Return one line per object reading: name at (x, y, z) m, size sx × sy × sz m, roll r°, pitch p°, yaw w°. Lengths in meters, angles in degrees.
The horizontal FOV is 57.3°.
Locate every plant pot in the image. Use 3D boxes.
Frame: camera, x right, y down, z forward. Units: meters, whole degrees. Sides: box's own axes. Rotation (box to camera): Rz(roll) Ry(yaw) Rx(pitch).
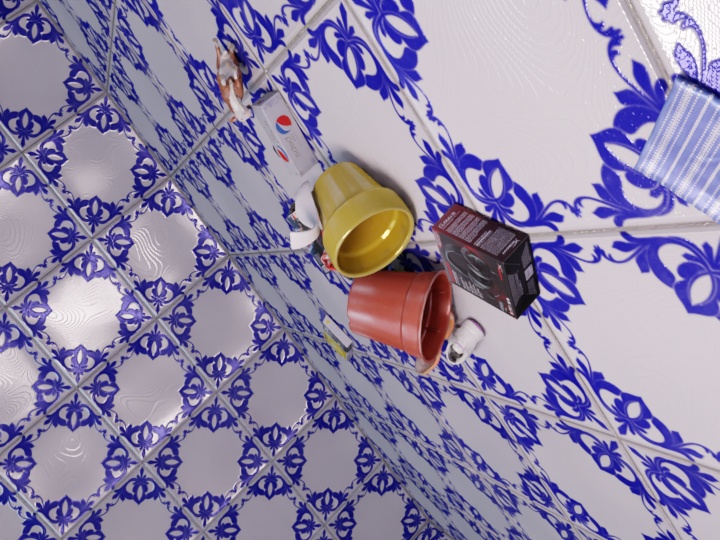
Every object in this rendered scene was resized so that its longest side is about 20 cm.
plant pot at (-0.011, -0.123, 1.427) m, size 0.191 × 0.197 × 0.203 m, roll 56°, pitch 169°, yaw 32°
plant pot at (0.083, 0.085, 1.471) m, size 0.190 × 0.204 × 0.203 m, roll 10°, pitch 145°, yaw 25°

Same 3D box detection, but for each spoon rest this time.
spoon rest at (-0.114, -0.117, 1.416) m, size 0.203 × 0.058 × 0.102 m, roll -88°, pitch -3°, yaw -54°

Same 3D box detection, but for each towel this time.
towel at (0.397, -0.102, 0.706) m, size 0.199 × 0.024 × 0.146 m, roll 43°, pitch 160°, yaw 23°

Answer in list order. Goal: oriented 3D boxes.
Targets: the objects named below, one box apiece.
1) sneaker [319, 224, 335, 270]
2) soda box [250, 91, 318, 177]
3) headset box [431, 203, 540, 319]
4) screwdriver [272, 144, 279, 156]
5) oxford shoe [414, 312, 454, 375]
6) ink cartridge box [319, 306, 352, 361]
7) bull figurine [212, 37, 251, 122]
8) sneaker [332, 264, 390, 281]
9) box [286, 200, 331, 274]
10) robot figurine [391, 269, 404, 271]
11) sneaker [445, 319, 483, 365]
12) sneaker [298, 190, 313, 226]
sneaker at (-0.083, -0.074, 1.816) m, size 0.200 × 0.107 × 0.068 m, roll 38°, pitch 160°, yaw 34°
soda box at (-0.186, -0.333, 1.617) m, size 0.068 × 0.063 × 0.203 m, roll 22°, pitch 147°, yaw 56°
headset box at (0.223, -0.022, 1.214) m, size 0.198 × 0.077 × 0.151 m, roll 31°, pitch 155°, yaw 43°
screwdriver at (-0.227, -0.343, 1.700) m, size 0.029 × 0.028 × 0.200 m, roll 48°, pitch 176°, yaw 16°
oxford shoe at (0.161, 0.176, 1.608) m, size 0.072 × 0.071 × 0.204 m, roll 59°, pitch 141°, yaw 46°
ink cartridge box at (-0.111, 0.263, 2.690) m, size 0.199 × 0.047 × 0.199 m, roll 43°, pitch 162°, yaw 16°
bull figurine at (-0.311, -0.458, 1.583) m, size 0.122 × 0.063 × 0.205 m, roll 96°, pitch 157°, yaw -63°
sneaker at (0.000, 0.000, 1.625) m, size 0.081 × 0.073 × 0.197 m, roll 23°, pitch 173°, yaw -39°
box at (-0.135, -0.103, 1.896) m, size 0.202 × 0.037 × 0.137 m, roll 56°, pitch -165°, yaw -19°
robot figurine at (0.080, 0.065, 1.682) m, size 0.177 × 0.115 × 0.200 m, roll 51°, pitch 163°, yaw -2°
sneaker at (0.231, 0.183, 1.579) m, size 0.075 × 0.100 × 0.201 m, roll 41°, pitch 162°, yaw 14°
sneaker at (-0.100, -0.159, 1.628) m, size 0.078 × 0.139 × 0.199 m, roll 52°, pitch 163°, yaw -13°
